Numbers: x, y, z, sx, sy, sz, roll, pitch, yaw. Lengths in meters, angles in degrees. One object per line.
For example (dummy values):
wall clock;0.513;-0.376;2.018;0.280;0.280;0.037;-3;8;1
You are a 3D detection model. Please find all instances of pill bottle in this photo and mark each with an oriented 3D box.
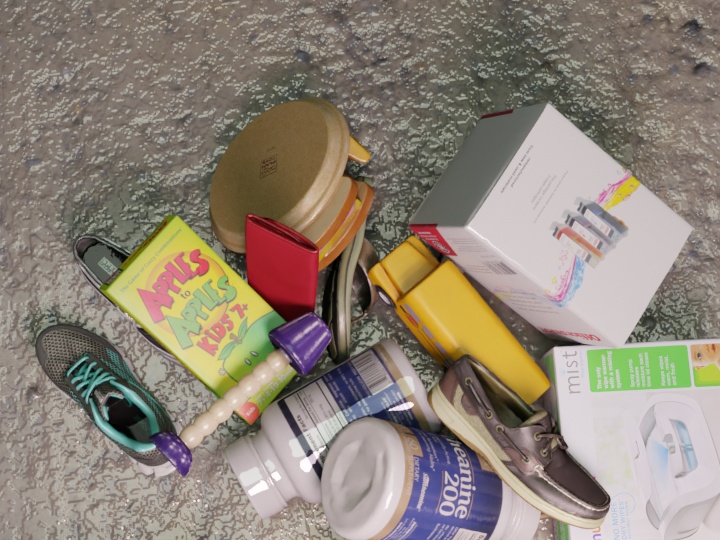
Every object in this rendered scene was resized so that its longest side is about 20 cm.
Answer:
pill bottle;-0.029;0.161;1.173;0.200;0.111;0.111;-29;78;-6
pill bottle;0.071;0.210;1.111;0.200;0.111;0.111;19;74;-34

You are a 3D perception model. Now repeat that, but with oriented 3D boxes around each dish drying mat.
dish drying mat;-0.077;0.004;1.168;0.077;0.200;0.018;27;66;8

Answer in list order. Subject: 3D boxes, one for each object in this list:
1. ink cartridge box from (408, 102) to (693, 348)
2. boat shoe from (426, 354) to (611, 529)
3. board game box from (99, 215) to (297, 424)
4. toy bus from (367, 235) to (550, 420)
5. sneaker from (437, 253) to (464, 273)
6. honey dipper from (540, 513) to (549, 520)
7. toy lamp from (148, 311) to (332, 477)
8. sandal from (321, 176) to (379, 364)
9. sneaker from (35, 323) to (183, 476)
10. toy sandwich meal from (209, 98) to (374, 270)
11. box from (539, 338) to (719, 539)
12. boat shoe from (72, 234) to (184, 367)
ink cartridge box;0.182;-0.040;1.143;0.200;0.145;0.145;38;79;-17
boat shoe;0.151;0.156;1.091;0.200;0.073;0.065;37;118;15
board game box;-0.152;0.050;1.190;0.200;0.048;0.102;45;78;-17
toy bus;0.095;0.057;1.178;0.065;0.078;0.200;-39;90;-13
sneaker;0.162;-0.050;1.245;0.200;0.075;0.081;-42;88;-8
honey dipper;0.151;0.157;1.211;0.038;0.038;0.200;-14;74;-2
toy lamp;-0.111;0.116;1.154;0.200;0.058;0.058;-42;79;-12
sandal;0.000;-0.001;1.233;0.057;0.080;0.201;13;76;-10
sneaker;-0.254;0.122;1.197;0.200;0.091;0.078;40;79;10
toy sandwich meal;-0.071;-0.089;1.238;0.205;0.070;0.206;-22;51;29
box;0.275;0.175;1.173;0.176;0.097;0.201;-2;77;-2
boat shoe;-0.216;0.030;1.230;0.199;0.068;0.074;43;81;8
